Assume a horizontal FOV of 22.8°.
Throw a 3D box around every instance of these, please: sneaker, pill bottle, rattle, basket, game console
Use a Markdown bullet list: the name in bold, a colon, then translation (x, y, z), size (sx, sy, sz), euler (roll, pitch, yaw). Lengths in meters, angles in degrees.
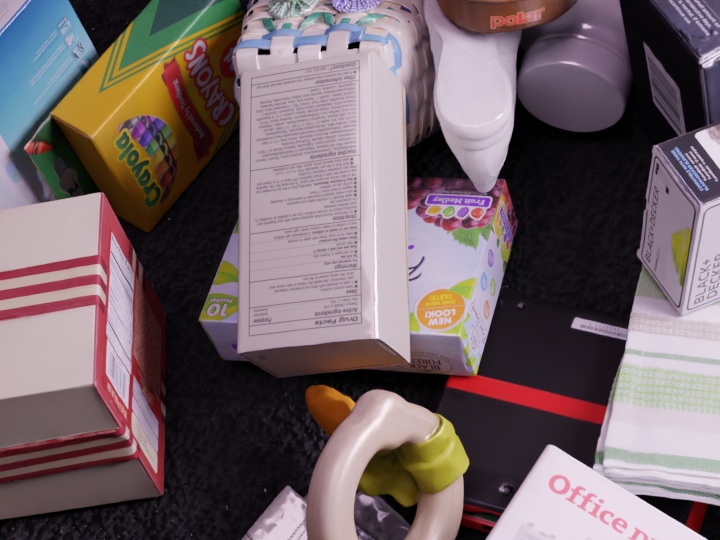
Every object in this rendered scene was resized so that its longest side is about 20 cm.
- **sneaker**: translation (0.085, -0.146, 1.292), size (0.074, 0.089, 0.201), euler (-1, 51, 12)
- **pill bottle**: translation (0.179, -0.208, 1.341), size (0.110, 0.111, 0.202), euler (7, 60, 20)
- **rattle**: translation (-0.026, 0.173, 1.135), size (0.142, 0.130, 0.202), euler (14, 78, 30)
- **basket**: translation (-0.002, -0.164, 1.361), size (0.174, 0.141, 0.200), euler (-1, 22, 17)
- **game console**: translation (0.145, 0.105, 1.200), size (0.198, 0.031, 0.178), euler (13, 56, 23)

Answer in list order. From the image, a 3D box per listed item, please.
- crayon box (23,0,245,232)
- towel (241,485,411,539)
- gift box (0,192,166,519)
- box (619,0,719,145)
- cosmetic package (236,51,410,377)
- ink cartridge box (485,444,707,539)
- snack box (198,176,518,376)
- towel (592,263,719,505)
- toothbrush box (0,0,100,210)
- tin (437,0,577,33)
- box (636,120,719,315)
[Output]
- **crayon box**: translation (-0.158, -0.121, 1.376), size (0.051, 0.127, 0.200), euler (28, 70, 30)
- **towel**: translation (-0.023, 0.243, 1.151), size (0.192, 0.035, 0.200), euler (34, 71, 32)
- **gift box**: translation (-0.246, 0.074, 1.239), size (0.185, 0.185, 0.201), euler (-8, 49, 9)
- **box**: translation (0.293, -0.163, 1.221), size (0.195, 0.201, 0.124), euler (-28, 54, -3)
- **cosmetic package**: translation (-0.024, -0.037, 1.206), size (0.102, 0.073, 0.202), euler (-6, 73, 19)
- **ink cartridge box**: translation (0.120, 0.227, 1.063), size (0.146, 0.083, 0.201), euler (30, 77, 20)
- **snack box**: translation (0.000, 0.000, 1.280), size (0.198, 0.053, 0.143), euler (2, 53, 22)
- **towel**: translation (0.239, 0.074, 1.158), size (0.148, 0.031, 0.201), euler (8, 42, 14)
- **toothbrush box**: translation (-0.269, -0.123, 1.364), size (0.085, 0.201, 0.147), euler (25, 68, 30)
- **tin**: translation (0.098, -0.243, 1.293), size (0.111, 0.042, 0.201), euler (-8, 45, 0)
- **box**: translation (0.287, -0.058, 1.184), size (0.198, 0.117, 0.060), euler (-20, 54, -14)
